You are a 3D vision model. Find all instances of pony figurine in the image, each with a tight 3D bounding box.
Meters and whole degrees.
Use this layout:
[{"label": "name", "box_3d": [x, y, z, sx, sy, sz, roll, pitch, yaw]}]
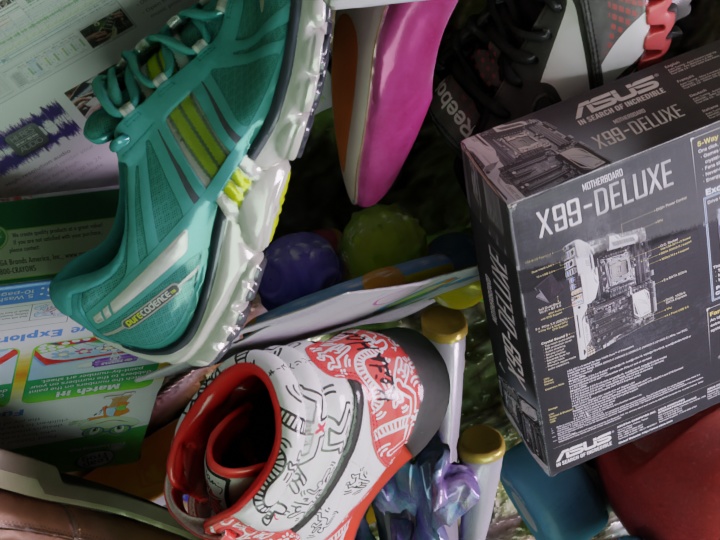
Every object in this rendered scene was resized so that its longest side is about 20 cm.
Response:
[{"label": "pony figurine", "box_3d": [0.037, 0.148, 1.002, 0.165, 0.194, 0.201, -6, 121, -5]}]

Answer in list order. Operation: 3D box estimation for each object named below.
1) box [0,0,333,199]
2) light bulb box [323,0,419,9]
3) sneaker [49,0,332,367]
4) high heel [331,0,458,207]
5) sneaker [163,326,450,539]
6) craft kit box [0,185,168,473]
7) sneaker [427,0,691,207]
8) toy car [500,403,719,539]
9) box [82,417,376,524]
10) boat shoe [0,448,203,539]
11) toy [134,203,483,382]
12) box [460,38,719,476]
[{"label": "box", "box_3d": [-0.107, -0.098, 0.803, 0.144, 0.036, 0.200, -28, 143, 7]}, {"label": "light bulb box", "box_3d": [0.061, -0.194, 0.640, 0.198, 0.199, 0.125, -8, 138, -16]}, {"label": "sneaker", "box_3d": [-0.058, -0.059, 0.766, 0.079, 0.078, 0.201, 16, 107, -10]}, {"label": "high heel", "box_3d": [0.045, -0.115, 0.808, 0.095, 0.067, 0.202, 2, 112, -15]}, {"label": "sneaker", "box_3d": [-0.048, 0.109, 0.901, 0.107, 0.067, 0.202, -4, 132, -45]}, {"label": "craft kit box", "box_3d": [-0.177, 0.038, 0.884, 0.198, 0.049, 0.198, -7, 151, -19]}, {"label": "sneaker", "box_3d": [0.077, -0.090, 0.870, 0.097, 0.071, 0.201, -15, 142, -13]}, {"label": "toy car", "box_3d": [0.154, 0.048, 1.008, 0.184, 0.177, 0.201, -31, 130, -6]}, {"label": "box", "box_3d": [-0.100, 0.138, 1.077, 0.199, 0.042, 0.119, -33, 141, 10]}, {"label": "boat shoe", "box_3d": [-0.136, 0.122, 0.926, 0.199, 0.072, 0.069, 26, 77, -46]}, {"label": "toy", "box_3d": [0.000, 0.000, 0.912, 0.115, 0.048, 0.199, -24, 170, 33]}, {"label": "box", "box_3d": [0.148, -0.016, 0.877, 0.199, 0.050, 0.158, -22, 133, -9]}]
